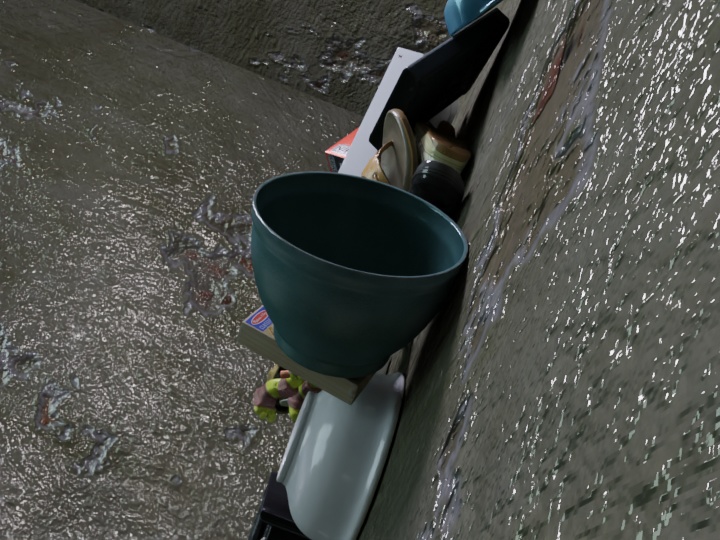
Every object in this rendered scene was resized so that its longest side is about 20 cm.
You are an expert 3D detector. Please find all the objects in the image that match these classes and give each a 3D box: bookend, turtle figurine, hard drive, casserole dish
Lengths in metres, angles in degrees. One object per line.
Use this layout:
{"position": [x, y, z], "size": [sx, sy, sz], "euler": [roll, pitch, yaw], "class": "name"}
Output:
{"position": [-0.104, 0.371, 0.958], "size": [0.199, 0.091, 0.203], "euler": [152, 137, -87], "class": "bookend"}
{"position": [-0.054, 0.109, 0.897], "size": [0.161, 0.065, 0.198], "euler": [-44, -24, 31], "class": "turtle figurine"}
{"position": [0.102, -0.245, 1.036], "size": [0.200, 0.033, 0.140], "euler": [-41, -10, -34], "class": "hard drive"}
{"position": [0.150, -0.331, 0.955], "size": [0.120, 0.039, 0.200], "euler": [-34, 10, 11], "class": "casserole dish"}

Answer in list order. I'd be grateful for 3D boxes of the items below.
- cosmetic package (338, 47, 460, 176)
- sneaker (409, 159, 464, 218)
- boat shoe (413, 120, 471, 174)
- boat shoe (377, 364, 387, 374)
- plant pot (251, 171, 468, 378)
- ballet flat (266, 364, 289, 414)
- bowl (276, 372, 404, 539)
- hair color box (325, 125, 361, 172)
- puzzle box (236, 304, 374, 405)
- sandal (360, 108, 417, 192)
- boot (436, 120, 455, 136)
{"position": [0.058, -0.188, 1.144], "size": [0.150, 0.051, 0.203], "euler": [29, -94, -57], "class": "cosmetic package"}
{"position": [0.065, -0.033, 0.900], "size": [0.200, 0.059, 0.106], "euler": [99, -168, -69], "class": "sneaker"}
{"position": [0.091, -0.140, 0.992], "size": [0.200, 0.072, 0.063], "euler": [-73, 7, -75], "class": "boat shoe"}
{"position": [-0.020, 0.170, 1.002], "size": [0.072, 0.069, 0.204], "euler": [120, 168, -68], "class": "boat shoe"}
{"position": [-0.014, 0.011, 0.745], "size": [0.201, 0.197, 0.136], "euler": [-73, -1, -63], "class": "plant pot"}
{"position": [-0.075, 0.125, 1.006], "size": [0.201, 0.070, 0.071], "euler": [123, 169, -52], "class": "ballet flat"}
{"position": [-0.029, 0.186, 0.828], "size": [0.201, 0.089, 0.204], "euler": [-158, 89, -88], "class": "bowl"}
{"position": [0.044, -0.184, 1.230], "size": [0.199, 0.061, 0.103], "euler": [-40, -47, -29], "class": "hair color box"}
{"position": [-0.028, 0.055, 0.845], "size": [0.200, 0.131, 0.026], "euler": [-44, -22, -61], "class": "puzzle box"}
{"position": [0.023, -0.093, 0.971], "size": [0.080, 0.053, 0.203], "euler": [41, 123, 58], "class": "sandal"}
{"position": [0.074, -0.088, 1.140], "size": [0.201, 0.067, 0.190], "euler": [-63, -17, -44], "class": "boot"}
